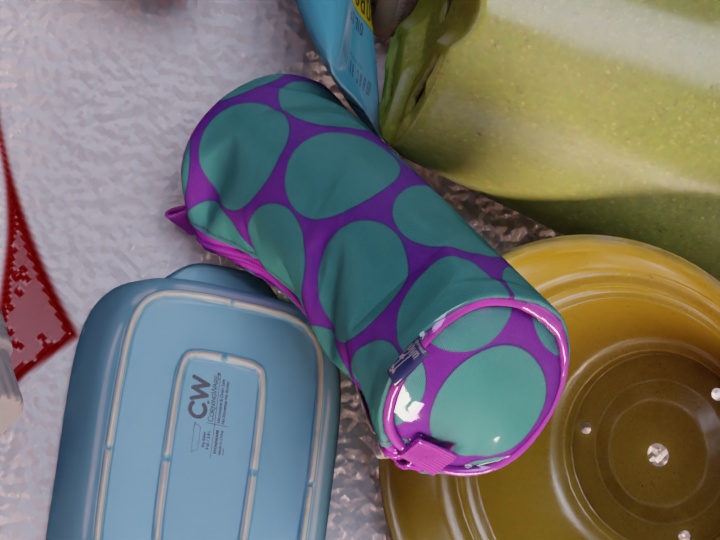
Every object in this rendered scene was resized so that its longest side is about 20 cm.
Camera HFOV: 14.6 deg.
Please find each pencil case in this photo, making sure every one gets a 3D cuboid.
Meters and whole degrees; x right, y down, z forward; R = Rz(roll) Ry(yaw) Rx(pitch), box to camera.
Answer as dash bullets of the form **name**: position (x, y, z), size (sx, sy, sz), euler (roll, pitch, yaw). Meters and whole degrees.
- **pencil case**: position (0.000, 0.000, 1.167), size (0.092, 0.085, 0.200), euler (-45, 44, 2)

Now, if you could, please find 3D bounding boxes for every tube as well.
- **tube**: position (-0.022, -0.155, 1.261), size (0.050, 0.077, 0.201), euler (-21, 63, 15)

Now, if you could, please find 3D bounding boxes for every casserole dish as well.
- **casserole dish**: position (-0.067, 0.087, 1.197), size (0.121, 0.039, 0.201), euler (12, 69, -12)

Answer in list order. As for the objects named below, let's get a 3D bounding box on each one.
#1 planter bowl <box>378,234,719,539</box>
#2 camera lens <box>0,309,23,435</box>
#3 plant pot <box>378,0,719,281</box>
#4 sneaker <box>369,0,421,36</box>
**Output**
- **planter bowl**: position (0.114, 0.083, 1.199), size (0.083, 0.200, 0.201), euler (-8, 69, -61)
- **camera lens**: position (-0.238, -0.007, 1.114), size (0.159, 0.160, 0.201), euler (-21, 79, -20)
- **plant pot**: position (0.113, -0.086, 1.209), size (0.183, 0.200, 0.201), euler (17, 69, -12)
- **sneaker**: position (0.061, -0.190, 1.305), size (0.075, 0.070, 0.201), euler (22, 68, -8)
